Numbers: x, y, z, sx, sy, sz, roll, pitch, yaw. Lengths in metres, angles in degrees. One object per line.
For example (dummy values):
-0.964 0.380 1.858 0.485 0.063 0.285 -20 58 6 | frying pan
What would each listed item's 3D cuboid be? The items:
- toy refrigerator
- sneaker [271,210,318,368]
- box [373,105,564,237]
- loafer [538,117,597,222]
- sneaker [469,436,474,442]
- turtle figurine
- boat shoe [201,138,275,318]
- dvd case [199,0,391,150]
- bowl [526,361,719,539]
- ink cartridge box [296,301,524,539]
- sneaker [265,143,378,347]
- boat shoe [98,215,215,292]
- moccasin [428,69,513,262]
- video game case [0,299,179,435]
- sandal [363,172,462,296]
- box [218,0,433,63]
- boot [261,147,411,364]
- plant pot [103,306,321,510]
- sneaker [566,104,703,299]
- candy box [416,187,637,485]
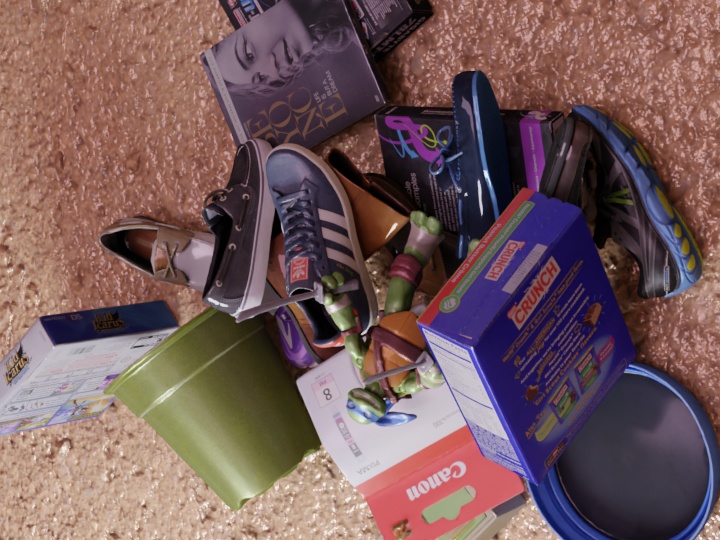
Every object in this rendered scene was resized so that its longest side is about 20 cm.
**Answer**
0.073 0.278 1.682 0.076 0.070 0.200 51 121 18 | toy refrigerator
-0.080 0.006 1.742 0.080 0.083 0.202 -5 95 36 | sneaker
0.113 -0.088 1.600 0.198 0.036 0.144 6 118 33 | box
0.190 -0.053 1.508 0.062 0.072 0.201 14 131 1 | loafer
0.083 0.131 1.640 0.199 0.078 0.091 -28 92 34 | sneaker
0.034 0.037 1.486 0.143 0.200 0.195 13 65 52 | turtle figurine
-0.130 -0.049 1.661 0.070 0.066 0.202 -33 47 56 | boat shoe
-0.071 -0.199 1.692 0.199 0.016 0.150 -27 83 37 | dvd case
0.251 0.182 1.561 0.199 0.039 0.203 6 100 35 | bowl
0.046 0.156 1.587 0.162 0.057 0.201 -32 68 19 | ink cartridge box
-0.048 -0.020 1.555 0.075 0.084 0.201 -17 101 36 | sneaker
-0.208 -0.014 1.838 0.199 0.068 0.076 13 104 33 | boat shoe
0.099 -0.087 1.529 0.068 0.081 0.202 0 114 22 | moccasin
-0.330 0.112 1.861 0.181 0.199 0.046 -46 68 30 | video game case
0.060 -0.017 1.618 0.200 0.055 0.082 43 138 2 | sandal
-0.048 -0.291 1.698 0.198 0.050 0.201 -38 75 34 | box
0.000 0.000 1.630 0.188 0.068 0.200 45 129 8 | boot
-0.141 0.147 1.760 0.200 0.200 0.191 -39 87 32 | plant pot
0.240 -0.064 1.512 0.082 0.071 0.201 -30 82 23 | sneaker
0.151 0.060 1.453 0.077 0.169 0.201 22 151 40 | candy box
